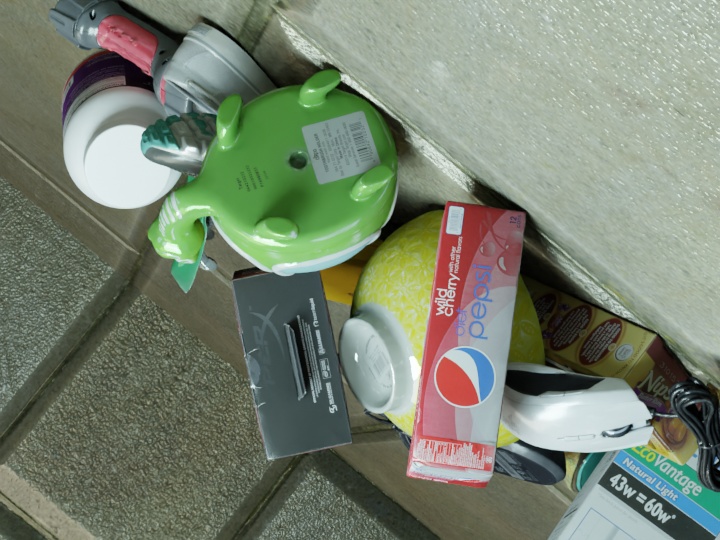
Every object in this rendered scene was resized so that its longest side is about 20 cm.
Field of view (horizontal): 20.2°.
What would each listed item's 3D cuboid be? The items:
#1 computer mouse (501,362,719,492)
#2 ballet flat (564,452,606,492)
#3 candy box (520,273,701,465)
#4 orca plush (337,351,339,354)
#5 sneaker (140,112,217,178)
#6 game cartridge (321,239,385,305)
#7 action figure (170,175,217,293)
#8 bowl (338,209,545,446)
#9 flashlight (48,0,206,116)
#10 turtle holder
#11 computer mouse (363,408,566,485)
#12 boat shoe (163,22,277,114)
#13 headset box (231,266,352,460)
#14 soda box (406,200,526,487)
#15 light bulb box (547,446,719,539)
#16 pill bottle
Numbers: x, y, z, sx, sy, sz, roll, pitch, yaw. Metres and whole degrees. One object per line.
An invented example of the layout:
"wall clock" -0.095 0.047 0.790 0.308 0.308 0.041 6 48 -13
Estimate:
"computer mouse" 0.181 0.115 1.520 0.198 0.044 0.110 6 141 23
"ballet flat" 0.198 0.144 1.853 0.070 0.071 0.200 35 164 18
"candy box" 0.182 0.073 1.629 0.199 0.057 0.117 24 161 51
"orca plush" 0.016 0.058 1.978 0.105 0.199 0.071 -44 70 41
"sneaker" -0.089 -0.066 1.651 0.198 0.092 0.078 14 -156 -18
"game cartridge" 0.000 0.000 1.845 0.175 0.033 0.200 13 167 1
"action figure" -0.134 -0.090 1.833 0.201 0.054 0.119 107 159 -44
"bowl" 0.046 0.061 1.634 0.200 0.107 0.202 35 133 46
"flashlight" -0.195 -0.191 1.777 0.199 0.068 0.068 32 167 31
"turtle holder" -0.057 -0.051 1.544 0.141 0.185 0.132 41 164 17
"computer mouse" 0.105 0.140 1.829 0.199 0.053 0.139 12 157 36
"boat shoe" -0.087 -0.119 1.701 0.072 0.069 0.200 25 163 52
"headset box" -0.058 0.069 1.670 0.200 0.074 0.150 -153 52 -87
"soda box" 0.078 0.055 1.501 0.063 0.202 0.070 9 167 1
"light bulb box" 0.234 0.239 1.750 0.124 0.201 0.198 36 170 7
"pill bottle" -0.216 -0.127 1.849 0.112 0.112 0.200 43 -170 -22
